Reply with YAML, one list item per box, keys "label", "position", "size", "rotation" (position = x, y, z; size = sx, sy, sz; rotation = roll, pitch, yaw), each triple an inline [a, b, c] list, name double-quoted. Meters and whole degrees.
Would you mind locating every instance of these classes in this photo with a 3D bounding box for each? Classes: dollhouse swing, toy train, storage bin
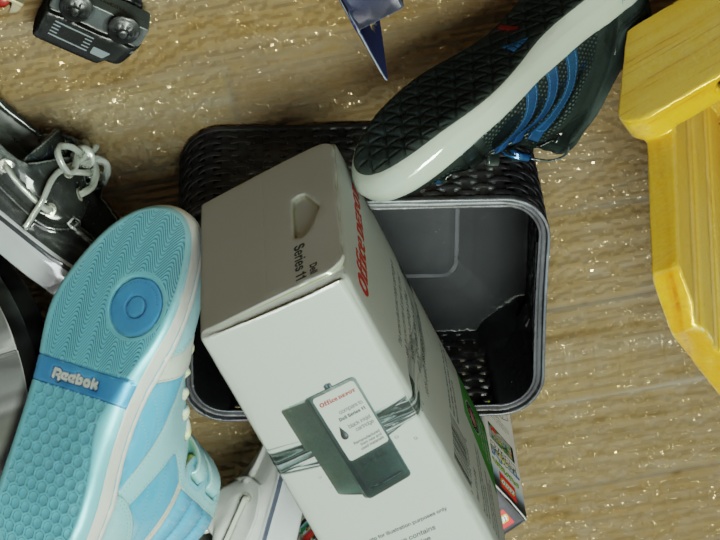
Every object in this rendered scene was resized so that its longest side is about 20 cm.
- label: "dollhouse swing"
  position: [0.244, -0.035, 1.436]
  size: [0.181, 0.176, 0.200]
  rotation: [-30, 132, 14]
- label: "toy train"
  position: [-0.205, -0.159, 1.452]
  size: [0.199, 0.034, 0.046]
  rotation: [24, 128, -17]
- label: "storage bin"
  position: [0.000, 0.000, 1.518]
  size: [0.198, 0.094, 0.136]
  rotation: [-1, 120, -2]

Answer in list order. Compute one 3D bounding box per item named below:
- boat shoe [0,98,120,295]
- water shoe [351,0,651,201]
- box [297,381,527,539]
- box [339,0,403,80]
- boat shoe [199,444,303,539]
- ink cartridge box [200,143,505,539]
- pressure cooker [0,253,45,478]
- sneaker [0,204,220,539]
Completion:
- label: "boat shoe"
  position: [-0.171, -0.047, 1.489]
  size: [0.199, 0.074, 0.068]
  rotation: [39, 109, -2]
- label: "water shoe"
  position: [0.084, -0.084, 1.441]
  size: [0.200, 0.071, 0.079]
  rotation: [-40, 120, -20]
- label: "box"
  position: [0.003, 0.154, 1.596]
  size: [0.199, 0.110, 0.035]
  rotation: [-35, 116, 16]
- label: "box"
  position: [-0.024, -0.203, 1.384]
  size: [0.032, 0.121, 0.201]
  rotation: [-25, 119, 10]
- label: "boat shoe"
  position: [-0.069, 0.149, 1.550]
  size: [0.065, 0.201, 0.074]
  rotation: [16, 145, -1]
- label: "ink cartridge box"
  position: [-0.004, 0.058, 1.414]
  size: [0.083, 0.147, 0.201]
  rotation: [-23, 117, 10]
- label: "pressure cooker"
  position: [-0.255, 0.070, 1.481]
  size: [0.199, 0.179, 0.177]
  rotation: [-18, 143, -42]
- label: "sneaker"
  position: [-0.112, 0.069, 1.467]
  size: [0.130, 0.079, 0.201]
  rotation: [23, 91, -57]
